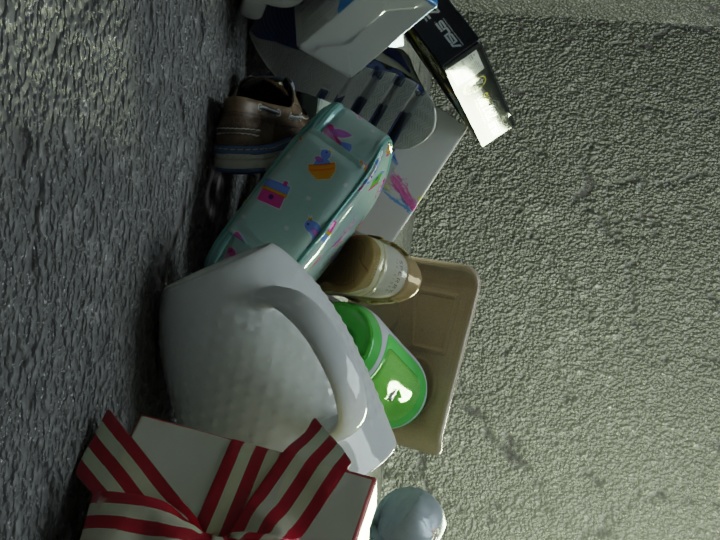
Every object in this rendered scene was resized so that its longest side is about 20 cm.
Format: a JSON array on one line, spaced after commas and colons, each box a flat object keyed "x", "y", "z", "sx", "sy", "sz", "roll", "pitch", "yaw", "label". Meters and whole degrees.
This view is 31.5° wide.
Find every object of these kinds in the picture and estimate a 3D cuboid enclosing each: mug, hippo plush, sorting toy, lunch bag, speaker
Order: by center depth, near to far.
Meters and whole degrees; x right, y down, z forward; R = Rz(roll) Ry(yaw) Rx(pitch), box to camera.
[{"x": -0.060, "y": 0.074, "z": 0.929, "sx": 0.200, "sy": 0.147, "sz": 0.177, "roll": -14, "pitch": -80, "yaw": 60, "label": "mug"}, {"x": -0.056, "y": -0.037, "z": 1.099, "sx": 0.201, "sy": 0.077, "sz": 0.160, "roll": -53, "pitch": 174, "yaw": -11, "label": "lunch bag"}, {"x": -0.008, "y": 0.236, "z": 1.170, "sx": 0.200, "sy": 0.161, "sz": 0.159, "roll": -49, "pitch": 180, "yaw": -10, "label": "hippo plush"}, {"x": 0.006, "y": 0.096, "z": 1.253, "sx": 0.200, "sy": 0.088, "sz": 0.089, "roll": 49, "pitch": 45, "yaw": -63, "label": "speaker"}, {"x": 0.045, "y": 0.086, "z": 1.394, "sx": 0.036, "sy": 0.184, "sz": 0.202, "roll": 15, "pitch": 86, "yaw": -44, "label": "sorting toy"}]

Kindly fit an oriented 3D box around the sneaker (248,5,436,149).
[{"x": -0.011, "y": -0.194, "z": 1.227, "sx": 0.081, "sy": 0.199, "sz": 0.115, "roll": -52, "pitch": -176, "yaw": 15, "label": "sneaker"}]

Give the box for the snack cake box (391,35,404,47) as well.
[{"x": -0.020, "y": -0.297, "z": 1.312, "sx": 0.200, "sy": 0.114, "sz": 0.068, "roll": 78, "pitch": -4, "yaw": -66, "label": "snack cake box"}]

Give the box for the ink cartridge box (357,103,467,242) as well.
[{"x": 0.003, "y": -0.099, "z": 1.359, "sx": 0.201, "sy": 0.125, "sz": 0.129, "roll": -57, "pitch": -177, "yaw": 1, "label": "ink cartridge box"}]

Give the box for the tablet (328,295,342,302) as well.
[{"x": -0.052, "y": 0.095, "z": 1.387, "sx": 0.014, "sy": 0.130, "sz": 0.201, "roll": -34, "pitch": 139, "yaw": -35, "label": "tablet"}]

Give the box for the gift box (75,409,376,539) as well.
[{"x": -0.091, "y": 0.198, "z": 0.809, "sx": 0.187, "sy": 0.183, "sz": 0.201, "roll": 91, "pitch": 11, "yaw": -52, "label": "gift box"}]

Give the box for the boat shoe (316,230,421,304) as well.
[{"x": 0.000, "y": 0.000, "z": 1.210, "sx": 0.074, "sy": 0.069, "sz": 0.200, "roll": -69, "pitch": -161, "yaw": 1, "label": "boat shoe"}]

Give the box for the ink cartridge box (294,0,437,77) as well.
[{"x": -0.002, "y": -0.288, "z": 1.128, "sx": 0.068, "sy": 0.115, "sz": 0.201, "roll": 23, "pitch": 48, "yaw": -37, "label": "ink cartridge box"}]

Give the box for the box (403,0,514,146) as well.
[{"x": 0.078, "y": -0.227, "z": 1.254, "sx": 0.162, "sy": 0.049, "sz": 0.200, "roll": 59, "pitch": 6, "yaw": 21, "label": "box"}]

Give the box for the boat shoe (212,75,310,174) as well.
[{"x": -0.079, "y": -0.136, "z": 1.141, "sx": 0.200, "sy": 0.072, "sz": 0.073, "roll": -63, "pitch": 155, "yaw": -74, "label": "boat shoe"}]

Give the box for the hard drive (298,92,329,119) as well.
[{"x": -0.049, "y": -0.213, "z": 1.537, "sx": 0.140, "sy": 0.033, "sz": 0.202, "roll": 58, "pitch": 37, "yaw": -79, "label": "hard drive"}]

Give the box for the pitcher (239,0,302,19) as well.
[{"x": -0.061, "y": -0.318, "z": 1.076, "sx": 0.171, "sy": 0.120, "sz": 0.202, "roll": 175, "pitch": -70, "yaw": -76, "label": "pitcher"}]
